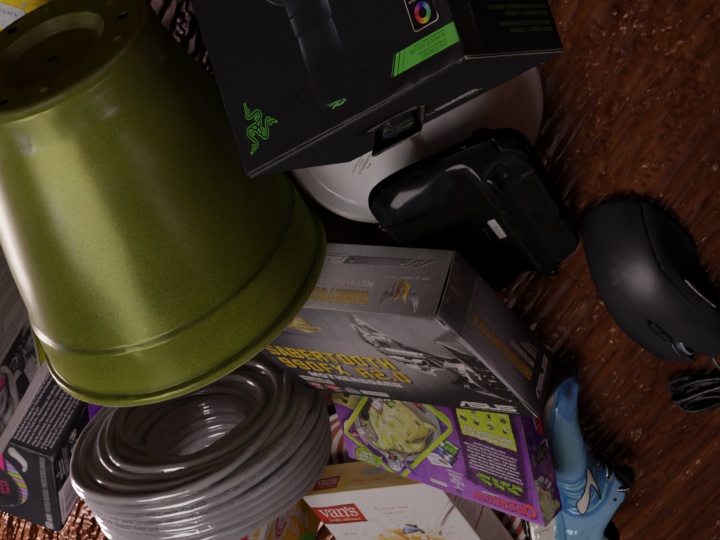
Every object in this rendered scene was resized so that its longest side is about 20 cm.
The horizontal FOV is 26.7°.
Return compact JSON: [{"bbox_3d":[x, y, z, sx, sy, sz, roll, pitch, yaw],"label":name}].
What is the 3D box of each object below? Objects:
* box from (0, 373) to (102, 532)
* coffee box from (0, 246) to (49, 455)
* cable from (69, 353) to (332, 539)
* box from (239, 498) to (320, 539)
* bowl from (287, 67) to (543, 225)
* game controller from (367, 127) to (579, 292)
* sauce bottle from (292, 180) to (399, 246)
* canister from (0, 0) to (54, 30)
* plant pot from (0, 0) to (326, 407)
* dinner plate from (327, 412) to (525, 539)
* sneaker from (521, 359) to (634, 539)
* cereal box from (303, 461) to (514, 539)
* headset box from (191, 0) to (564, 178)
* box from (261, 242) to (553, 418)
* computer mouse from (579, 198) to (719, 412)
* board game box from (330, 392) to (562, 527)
[{"bbox_3d":[-0.340,0.134,1.374,0.198,0.107,0.123,18,139,10],"label":"box"},{"bbox_3d":[-0.337,-0.002,1.156,0.197,0.201,0.199,17,138,10],"label":"coffee box"},{"bbox_3d":[-0.119,0.132,1.146,0.198,0.200,0.070,-19,116,-5],"label":"cable"},{"bbox_3d":[-0.110,0.224,1.296,0.111,0.102,0.200,14,164,13],"label":"box"},{"bbox_3d":[0.011,-0.095,0.965,0.199,0.091,0.202,14,138,13],"label":"bowl"},{"bbox_3d":[0.076,-0.031,0.962,0.103,0.043,0.200,-15,157,14],"label":"game controller"},{"bbox_3d":[0.000,0.000,1.087,0.199,0.066,0.066,31,140,-15],"label":"sauce bottle"},{"bbox_3d":[-0.216,-0.158,1.019,0.147,0.087,0.201,18,140,8],"label":"canister"},{"bbox_3d":[-0.146,-0.057,0.923,0.198,0.201,0.194,-2,133,28],"label":"plant pot"},{"bbox_3d":[0.051,0.176,1.281,0.198,0.024,0.202,14,137,14],"label":"dinner plate"},{"bbox_3d":[0.164,0.146,1.170,0.089,0.079,0.202,-10,128,-1],"label":"sneaker"},{"bbox_3d":[0.060,0.237,1.293,0.143,0.040,0.201,-13,126,37],"label":"cereal box"},{"bbox_3d":[-0.005,-0.163,0.824,0.173,0.092,0.202,-22,84,42],"label":"headset box"},{"bbox_3d":[0.009,0.038,1.014,0.198,0.049,0.158,4,156,34],"label":"box"},{"bbox_3d":[0.234,0.032,1.016,0.139,0.046,0.201,-10,128,36],"label":"computer mouse"},{"bbox_3d":[0.056,0.112,1.139,0.199,0.032,0.121,14,125,42],"label":"board game box"}]
